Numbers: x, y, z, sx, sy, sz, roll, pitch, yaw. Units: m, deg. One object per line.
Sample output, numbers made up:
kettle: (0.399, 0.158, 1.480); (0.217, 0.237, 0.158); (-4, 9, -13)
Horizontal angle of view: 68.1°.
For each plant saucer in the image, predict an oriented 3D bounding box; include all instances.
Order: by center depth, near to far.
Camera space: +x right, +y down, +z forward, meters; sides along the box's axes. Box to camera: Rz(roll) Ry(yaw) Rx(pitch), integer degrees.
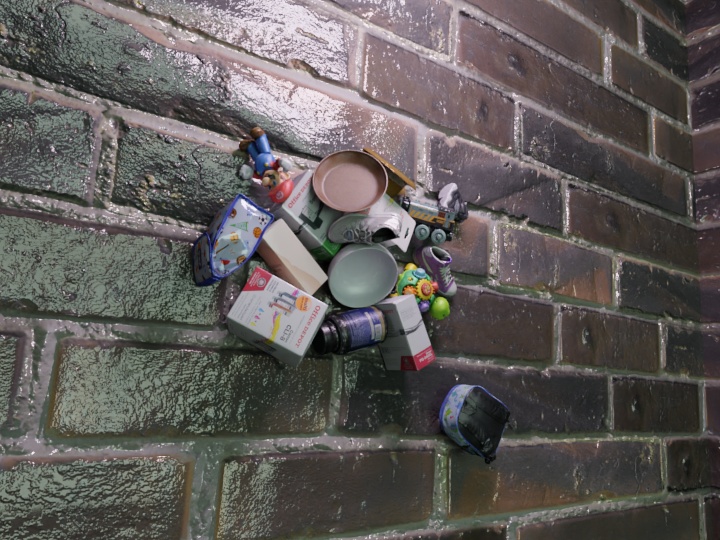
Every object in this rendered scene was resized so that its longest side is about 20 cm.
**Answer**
plant saucer: (-0.028, -0.231, 1.412); (0.198, 0.037, 0.203); (1, 62, -2)

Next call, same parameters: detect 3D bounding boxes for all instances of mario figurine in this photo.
mario figurine: (-0.243, -0.261, 1.349); (0.105, 0.124, 0.201); (-26, 78, -24)

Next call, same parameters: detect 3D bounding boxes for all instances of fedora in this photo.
fedora: (0.066, -0.267, 1.520); (0.200, 0.201, 0.082); (34, 100, -25)

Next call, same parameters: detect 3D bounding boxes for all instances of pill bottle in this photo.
pill bottle: (-0.031, 0.166, 1.448); (0.198, 0.111, 0.113); (-9, 88, -34)

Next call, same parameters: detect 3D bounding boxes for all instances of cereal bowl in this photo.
cereal bowl: (0.000, 0.000, 1.476); (0.198, 0.084, 0.202); (-9, 128, -12)

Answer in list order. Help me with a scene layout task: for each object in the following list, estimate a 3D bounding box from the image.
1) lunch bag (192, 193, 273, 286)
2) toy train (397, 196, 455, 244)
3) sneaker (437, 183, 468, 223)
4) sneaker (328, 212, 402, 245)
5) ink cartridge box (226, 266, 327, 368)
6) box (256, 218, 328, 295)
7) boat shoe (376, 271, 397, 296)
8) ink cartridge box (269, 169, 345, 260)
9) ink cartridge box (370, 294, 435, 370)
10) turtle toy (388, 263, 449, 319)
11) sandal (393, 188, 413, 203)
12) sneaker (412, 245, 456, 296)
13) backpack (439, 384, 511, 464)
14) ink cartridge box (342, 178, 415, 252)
lunch bag: (-0.319, -0.060, 1.259); (0.123, 0.169, 0.202); (32, 68, -22)
toy train: (0.193, -0.152, 1.615); (0.198, 0.085, 0.115); (15, 100, -2)
sneaker: (0.286, -0.177, 1.723); (0.114, 0.075, 0.201); (40, 66, -24)
sneaker: (0.012, -0.103, 1.382); (0.082, 0.197, 0.075); (-91, 168, -51)
ink cartridge box: (-0.200, 0.118, 1.290); (0.198, 0.145, 0.146); (28, 66, -1)
box: (-0.186, -0.027, 1.388); (0.078, 0.095, 0.201); (-46, 106, -28)
boat shoe: (0.064, -0.024, 1.565); (0.071, 0.067, 0.203); (-10, 86, -33)
ink cartridge box: (-0.125, -0.150, 1.449); (0.200, 0.083, 0.147); (42, 63, -21)
ink cartridge box: (0.113, 0.176, 1.519); (0.083, 0.145, 0.202); (-22, 96, -34)
turtle toy: (0.186, 0.075, 1.608); (0.200, 0.101, 0.147); (41, 64, -21)
sandal: (0.101, -0.266, 1.628); (0.082, 0.054, 0.201); (-40, 105, -30)
sneaker: (0.255, 0.005, 1.656); (0.201, 0.114, 0.073); (46, 61, -21)
backpack: (0.331, 0.449, 1.622); (0.200, 0.146, 0.184); (43, 64, -25)
ink cartridge box: (0.057, -0.143, 1.488); (0.199, 0.067, 0.117); (38, 59, -27)
